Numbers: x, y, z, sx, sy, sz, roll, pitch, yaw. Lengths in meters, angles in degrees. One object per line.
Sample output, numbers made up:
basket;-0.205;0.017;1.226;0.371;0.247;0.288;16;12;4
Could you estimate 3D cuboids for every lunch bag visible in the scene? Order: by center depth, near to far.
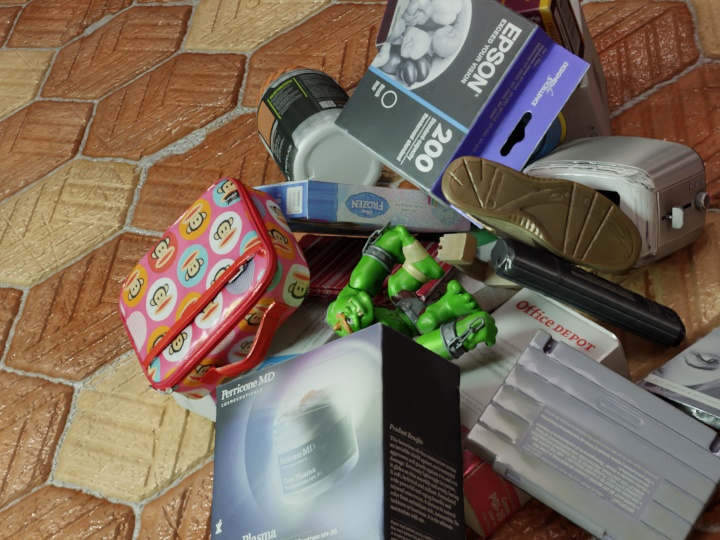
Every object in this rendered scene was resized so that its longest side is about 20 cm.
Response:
lunch bag;-0.142;0.029;1.480;0.200;0.082;0.177;-45;50;20

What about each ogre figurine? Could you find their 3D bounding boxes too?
ogre figurine;0.039;0.042;1.402;0.120;0.098;0.200;-44;59;0

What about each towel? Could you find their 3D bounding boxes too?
towel;0.000;0.000;1.556;0.197;0.023;0.145;4;25;23

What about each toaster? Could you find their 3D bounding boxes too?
toaster;0.239;-0.068;1.492;0.198;0.115;0.129;8;19;32

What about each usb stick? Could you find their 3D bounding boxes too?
usb stick;0.210;0.021;1.387;0.033;0.198;0.056;-62;16;19

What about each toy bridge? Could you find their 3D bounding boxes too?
toy bridge;0.147;0.003;1.450;0.067;0.198;0.028;-1;75;49

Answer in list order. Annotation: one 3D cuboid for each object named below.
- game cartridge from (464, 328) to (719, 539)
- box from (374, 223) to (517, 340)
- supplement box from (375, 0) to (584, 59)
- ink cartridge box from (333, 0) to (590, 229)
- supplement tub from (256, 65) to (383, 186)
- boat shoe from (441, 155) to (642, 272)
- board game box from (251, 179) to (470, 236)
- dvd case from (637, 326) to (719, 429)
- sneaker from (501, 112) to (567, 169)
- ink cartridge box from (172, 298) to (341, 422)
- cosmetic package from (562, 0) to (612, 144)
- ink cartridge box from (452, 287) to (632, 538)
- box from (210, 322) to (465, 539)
game cartridge;0.200;0.151;1.258;0.199;0.038;0.130;31;72;18
box;0.095;0.003;1.591;0.199;0.037;0.144;-31;35;-10
supplement box;0.129;-0.244;1.607;0.197;0.111;0.086;-9;42;24
ink cartridge box;0.098;-0.177;1.507;0.199;0.043;0.199;36;95;28
supplement tub;-0.056;-0.169;1.829;0.121;0.123;0.200;-28;36;-3
boat shoe;0.172;-0.048;1.429;0.198;0.072;0.073;19;77;10
board game box;-0.018;-0.063;1.588;0.197;0.044;0.199;2;-2;-30
dvd case;0.360;0.081;1.299;0.199;0.016;0.148;-29;33;-32
sneaker;0.125;-0.116;1.578;0.199;0.067;0.078;-31;-5;40
ink cartridge box;-0.100;0.091;1.559;0.199;0.085;0.145;16;52;45
cosmetic package;0.176;-0.192;1.716;0.198;0.124;0.201;-16;36;16
ink cartridge box;0.134;0.125;1.370;0.199;0.083;0.146;-37;36;-15
box;-0.022;0.179;1.273;0.198;0.123;0.201;-23;53;34
